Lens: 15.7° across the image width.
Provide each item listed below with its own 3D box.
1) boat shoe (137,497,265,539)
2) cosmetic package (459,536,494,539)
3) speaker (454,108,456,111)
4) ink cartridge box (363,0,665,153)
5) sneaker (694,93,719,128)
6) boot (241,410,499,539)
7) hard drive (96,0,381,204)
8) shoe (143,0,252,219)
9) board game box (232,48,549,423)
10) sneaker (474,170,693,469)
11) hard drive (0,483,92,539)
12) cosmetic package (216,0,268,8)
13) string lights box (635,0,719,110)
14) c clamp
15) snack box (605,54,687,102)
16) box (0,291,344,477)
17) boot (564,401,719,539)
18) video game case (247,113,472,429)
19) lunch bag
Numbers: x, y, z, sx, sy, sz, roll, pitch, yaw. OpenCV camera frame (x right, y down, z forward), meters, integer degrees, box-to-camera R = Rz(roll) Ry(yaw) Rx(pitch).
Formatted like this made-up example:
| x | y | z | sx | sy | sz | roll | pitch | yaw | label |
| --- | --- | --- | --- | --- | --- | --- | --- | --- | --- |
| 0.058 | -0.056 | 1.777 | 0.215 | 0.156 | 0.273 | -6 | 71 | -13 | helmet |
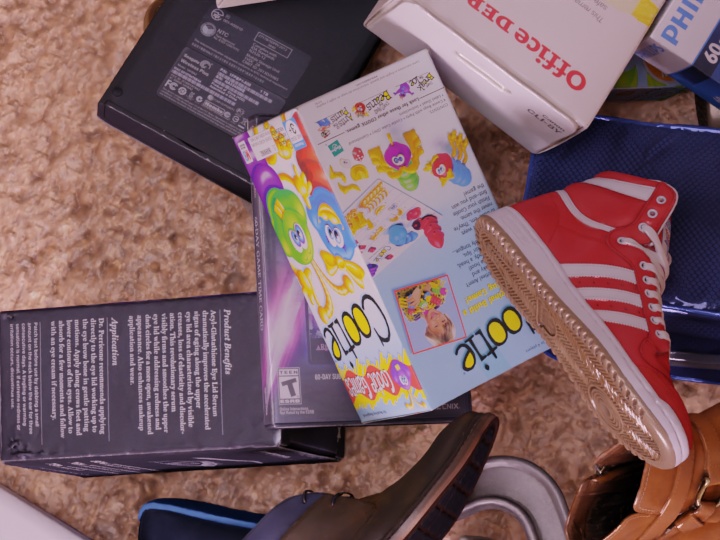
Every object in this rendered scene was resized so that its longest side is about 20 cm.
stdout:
| x | y | z | sx | sy | sz | roll | pitch | yaw | label |
| --- | --- | --- | --- | --- | --- | --- | --- | --- | --- |
| -0.059 | 0.203 | 1.757 | 0.200 | 0.084 | 0.069 | 11 | 93 | 34 | boat shoe |
| 0.133 | 0.257 | 1.662 | 0.200 | 0.105 | 0.071 | 37 | 93 | 19 | cosmetic package |
| 0.028 | -0.011 | 1.748 | 0.088 | 0.088 | 0.200 | -2 | 81 | 16 | speaker |
| 0.117 | -0.196 | 1.635 | 0.145 | 0.083 | 0.200 | 36 | 70 | -9 | ink cartridge box |
| 0.256 | -0.178 | 1.725 | 0.075 | 0.070 | 0.200 | -3 | 86 | -2 | sneaker |
| -0.004 | 0.149 | 1.600 | 0.097 | 0.075 | 0.200 | 36 | 88 | 20 | boot |
| -0.069 | -0.154 | 1.771 | 0.139 | 0.033 | 0.200 | 29 | 68 | 4 | hard drive |
| -0.093 | -0.102 | 1.803 | 0.070 | 0.053 | 0.200 | -24 | 73 | -33 | shoe |
| 0.021 | -0.019 | 1.621 | 0.105 | 0.103 | 0.200 | -26 | 93 | -26 | board game box |
| 0.165 | 0.020 | 1.538 | 0.112 | 0.071 | 0.200 | -25 | 58 | -17 | sneaker |
| -0.242 | 0.230 | 1.802 | 0.200 | 0.025 | 0.132 | 27 | 90 | 30 | hard drive |
| -0.006 | -0.246 | 1.750 | 0.200 | 0.071 | 0.105 | -12 | 80 | -18 | cosmetic package |
| 0.282 | -0.132 | 1.658 | 0.200 | 0.059 | 0.103 | 32 | 84 | -7 | string lights box |
| 0.069 | 0.205 | 1.613 | 0.200 | 0.027 | 0.171 | -17 | 76 | 11 | c clamp |
| 0.138 | -0.212 | 1.720 | 0.142 | 0.053 | 0.200 | -3 | 82 | -21 | snack box |
| -0.125 | 0.079 | 1.747 | 0.200 | 0.148 | 0.104 | -5 | 81 | 14 | box |
| 0.215 | 0.099 | 1.581 | 0.077 | 0.155 | 0.200 | 50 | 118 | 41 | boot |
| 0.000 | 0.000 | 1.676 | 0.143 | 0.019 | 0.200 | 0 | 84 | -25 | video game case |
| 0.204 | -0.008 | 1.674 | 0.200 | 0.132 | 0.136 | 9 | 66 | 16 | lunch bag |
